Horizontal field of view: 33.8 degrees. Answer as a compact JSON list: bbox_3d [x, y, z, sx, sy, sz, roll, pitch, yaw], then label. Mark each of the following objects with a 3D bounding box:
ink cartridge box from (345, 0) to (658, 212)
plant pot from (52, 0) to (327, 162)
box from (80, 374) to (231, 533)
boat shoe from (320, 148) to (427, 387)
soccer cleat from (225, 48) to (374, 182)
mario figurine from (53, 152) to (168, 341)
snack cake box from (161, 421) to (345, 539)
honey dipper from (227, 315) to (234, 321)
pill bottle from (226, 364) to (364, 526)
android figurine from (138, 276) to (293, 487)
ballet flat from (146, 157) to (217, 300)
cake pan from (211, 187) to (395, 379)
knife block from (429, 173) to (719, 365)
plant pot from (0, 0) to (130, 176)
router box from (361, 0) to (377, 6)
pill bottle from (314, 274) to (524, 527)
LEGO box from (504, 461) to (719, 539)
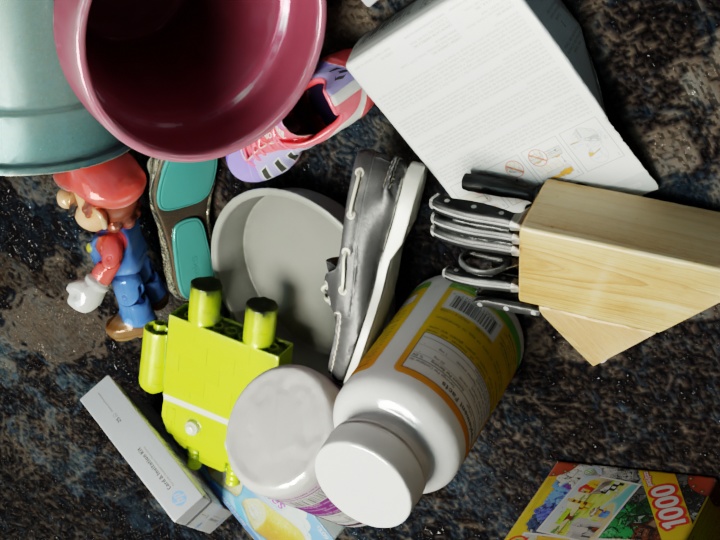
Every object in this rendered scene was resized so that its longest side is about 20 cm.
[{"bbox_3d":[0.108,-0.121,0.873,0.161,0.050,0.200,-22,119,44],"label":"ink cartridge box"},{"bbox_3d":[-0.150,-0.208,0.899,0.179,0.197,0.203,42,143,46],"label":"plant pot"},{"bbox_3d":[-0.206,0.195,1.230,0.156,0.041,0.200,49,173,13],"label":"box"},{"bbox_3d":[0.000,0.000,0.957,0.059,0.074,0.203,19,116,8],"label":"boat shoe"},{"bbox_3d":[-0.061,-0.119,0.970,0.199,0.076,0.067,-25,102,45],"label":"soccer cleat"},{"bbox_3d":[-0.250,-0.036,1.137,0.124,0.104,0.203,48,153,51],"label":"mario figurine"},{"bbox_3d":[-0.100,0.197,1.215,0.201,0.067,0.115,51,137,0],"label":"snack cake box"},{"bbox_3d":[-0.070,0.128,1.173,0.038,0.038,0.201,-28,102,45],"label":"honey dipper"},{"bbox_3d":[-0.021,0.162,1.041,0.111,0.114,0.200,10,165,33],"label":"pill bottle"},{"bbox_3d":[-0.130,0.111,1.120,0.179,0.041,0.203,20,117,18],"label":"android figurine"},{"bbox_3d":[-0.172,-0.066,1.111,0.075,0.067,0.203,46,144,42],"label":"ballet flat"},{"bbox_3d":[-0.049,0.011,1.073,0.198,0.037,0.203,20,129,27],"label":"cake pan"},{"bbox_3d":[0.152,-0.026,0.850,0.175,0.064,0.199,44,137,-10],"label":"knife block"},{"bbox_3d":[-0.294,-0.211,1.026,0.198,0.200,0.199,17,120,29],"label":"plant pot"},{"bbox_3d":[0.021,-0.299,0.758,0.199,0.049,0.180,-29,113,38],"label":"router box"},{"bbox_3d":[0.046,0.103,0.936,0.109,0.200,0.113,18,132,21],"label":"pill bottle"},{"bbox_3d":[0.185,0.245,0.926,0.147,0.200,0.078,-1,118,37],"label":"LEGO box"}]
